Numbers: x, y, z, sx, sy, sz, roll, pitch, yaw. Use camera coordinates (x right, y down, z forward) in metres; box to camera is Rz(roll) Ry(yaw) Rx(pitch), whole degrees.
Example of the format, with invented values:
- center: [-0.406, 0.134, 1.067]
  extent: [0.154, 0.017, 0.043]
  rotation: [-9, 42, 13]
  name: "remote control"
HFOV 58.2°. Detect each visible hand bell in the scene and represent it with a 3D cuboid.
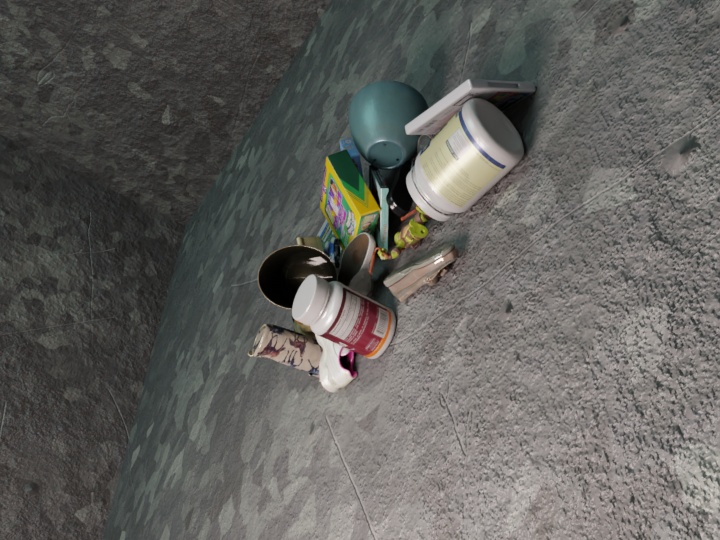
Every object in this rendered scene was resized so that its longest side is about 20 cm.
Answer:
- center: [-0.126, 0.113, 1.492]
  extent: [0.200, 0.102, 0.106]
  rotation: [52, -119, -78]
  name: "hand bell"

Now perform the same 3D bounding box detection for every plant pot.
- center: [0.064, -0.320, 1.521]
  extent: [0.199, 0.197, 0.138]
  rotation: [-37, 37, 44]
  name: "plant pot"

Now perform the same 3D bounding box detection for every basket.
- center: [-0.131, 0.017, 1.486]
  extent: [0.200, 0.175, 0.140]
  rotation: [28, -118, -87]
  name: "basket"

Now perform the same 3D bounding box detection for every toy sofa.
- center: [-0.158, -0.001, 1.693]
  extent: [0.201, 0.095, 0.085]
  rotation: [114, 146, -57]
  name: "toy sofa"

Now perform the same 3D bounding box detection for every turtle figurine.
- center: [0.100, -0.073, 1.359]
  extent: [0.201, 0.064, 0.161]
  rotation: [-50, 4, -21]
  name: "turtle figurine"

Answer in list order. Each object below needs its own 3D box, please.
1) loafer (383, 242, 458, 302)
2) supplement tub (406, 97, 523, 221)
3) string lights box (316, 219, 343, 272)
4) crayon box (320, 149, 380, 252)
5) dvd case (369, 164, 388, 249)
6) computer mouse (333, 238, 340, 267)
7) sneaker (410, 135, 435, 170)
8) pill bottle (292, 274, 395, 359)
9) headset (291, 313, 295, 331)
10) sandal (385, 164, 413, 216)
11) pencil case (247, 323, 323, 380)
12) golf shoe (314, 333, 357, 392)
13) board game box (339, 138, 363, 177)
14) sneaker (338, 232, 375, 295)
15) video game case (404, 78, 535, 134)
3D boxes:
- center: [0.127, 0.006, 1.271]
  extent: [0.198, 0.064, 0.072]
  rotation: [-28, 9, 48]
  name: "loafer"
- center: [0.192, -0.203, 1.216]
  extent: [0.200, 0.143, 0.148]
  rotation: [-43, 32, 37]
  name: "supplement tub"
- center: [-0.062, -0.059, 1.692]
  extent: [0.104, 0.058, 0.200]
  rotation: [-60, 25, 6]
  name: "string lights box"
- center: [-0.028, -0.145, 1.504]
  extent: [0.175, 0.057, 0.201]
  rotation: [61, 159, 22]
  name: "crayon box"
- center: [0.041, -0.148, 1.502]
  extent: [0.201, 0.021, 0.150]
  rotation: [-103, 12, -65]
  name: "dvd case"
- center: [-0.050, 0.026, 1.550]
  extent: [0.059, 0.033, 0.206]
  rotation: [-151, 61, -83]
  name: "computer mouse"
- center: [0.147, -0.239, 1.424]
  extent: [0.081, 0.074, 0.203]
  rotation: [-44, 31, 37]
  name: "sneaker"
- center: [-0.034, 0.094, 1.325]
  extent: [0.114, 0.197, 0.116]
  rotation: [-44, 31, 35]
  name: "pill bottle"
- center: [-0.149, 0.129, 1.651]
  extent: [0.200, 0.093, 0.124]
  rotation: [-45, 29, 14]
  name: "headset"
- center: [0.090, -0.173, 1.410]
  extent: [0.048, 0.075, 0.201]
  rotation: [-39, 9, 34]
  name: "sandal"
- center: [-0.155, 0.187, 1.482]
  extent: [0.091, 0.196, 0.078]
  rotation: [-66, 21, 7]
  name: "pencil case"
- center: [-0.050, 0.161, 1.430]
  extent: [0.090, 0.074, 0.205]
  rotation: [-25, 65, 37]
  name: "golf shoe"
- center: [-0.013, -0.207, 1.602]
  extent: [0.152, 0.036, 0.205]
  rotation: [-108, 7, -63]
  name: "board game box"
- center: [0.000, 0.000, 1.460]
  extent: [0.073, 0.083, 0.203]
  rotation: [50, 130, 36]
  name: "sneaker"
- center: [0.211, -0.316, 1.262]
  extent: [0.199, 0.179, 0.024]
  rotation: [-26, 77, 54]
  name: "video game case"
